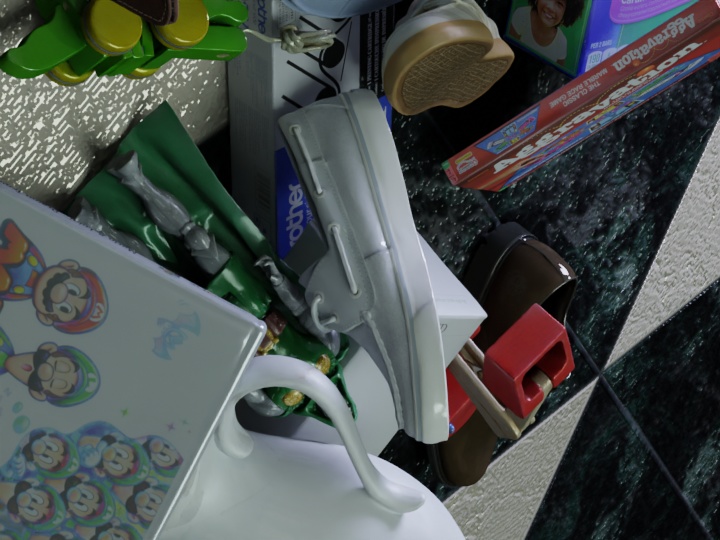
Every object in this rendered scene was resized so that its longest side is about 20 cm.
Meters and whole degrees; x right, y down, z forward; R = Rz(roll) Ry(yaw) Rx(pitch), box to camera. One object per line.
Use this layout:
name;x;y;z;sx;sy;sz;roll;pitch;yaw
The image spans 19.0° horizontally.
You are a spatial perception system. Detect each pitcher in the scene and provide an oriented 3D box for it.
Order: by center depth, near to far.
pitcher;-0.023;0.133;1.175;0.199;0.122;0.171;31;132;-20

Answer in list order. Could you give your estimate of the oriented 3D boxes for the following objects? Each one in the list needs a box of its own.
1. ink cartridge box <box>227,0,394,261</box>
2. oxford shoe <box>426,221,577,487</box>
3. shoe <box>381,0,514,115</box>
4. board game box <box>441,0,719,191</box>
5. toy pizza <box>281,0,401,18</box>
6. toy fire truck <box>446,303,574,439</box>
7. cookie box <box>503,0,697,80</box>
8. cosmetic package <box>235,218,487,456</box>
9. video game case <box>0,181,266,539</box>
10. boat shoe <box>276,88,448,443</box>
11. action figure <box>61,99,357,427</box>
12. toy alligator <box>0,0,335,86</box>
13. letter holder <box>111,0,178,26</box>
ink cartridge box;-0.028;-0.103;1.230;0.094;0.044;0.201;-30;137;-32
oxford shoe;0.099;0.075;1.500;0.072;0.084;0.202;-16;130;-47
shoe;0.041;-0.129;1.229;0.070;0.054;0.200;-38;174;10
board game box;0.152;-0.109;1.363;0.199;0.020;0.103;-32;168;18
toy pizza;0.032;-0.208;1.112;0.199;0.032;0.201;-32;161;-12
toy fire truck;0.068;0.064;1.375;0.049;0.141;0.201;-43;155;-19
cookie box;0.187;-0.239;1.366;0.170;0.075;0.202;-19;130;-41
cosmetic package;-0.030;0.070;1.289;0.107;0.085;0.200;1;133;-51
video game case;-0.171;0.073;1.092;0.201;0.181;0.024;-62;-176;6
boat shoe;0.000;0.000;1.161;0.068;0.202;0.072;-13;170;-3
action figure;-0.073;0.019;1.174;0.200;0.055;0.118;42;92;-19
toy alligator;-0.100;-0.133;1.099;0.199;0.059;0.055;-10;82;-37
letter holder;-0.106;-0.229;0.943;0.100;0.142;0.201;-38;141;-26
